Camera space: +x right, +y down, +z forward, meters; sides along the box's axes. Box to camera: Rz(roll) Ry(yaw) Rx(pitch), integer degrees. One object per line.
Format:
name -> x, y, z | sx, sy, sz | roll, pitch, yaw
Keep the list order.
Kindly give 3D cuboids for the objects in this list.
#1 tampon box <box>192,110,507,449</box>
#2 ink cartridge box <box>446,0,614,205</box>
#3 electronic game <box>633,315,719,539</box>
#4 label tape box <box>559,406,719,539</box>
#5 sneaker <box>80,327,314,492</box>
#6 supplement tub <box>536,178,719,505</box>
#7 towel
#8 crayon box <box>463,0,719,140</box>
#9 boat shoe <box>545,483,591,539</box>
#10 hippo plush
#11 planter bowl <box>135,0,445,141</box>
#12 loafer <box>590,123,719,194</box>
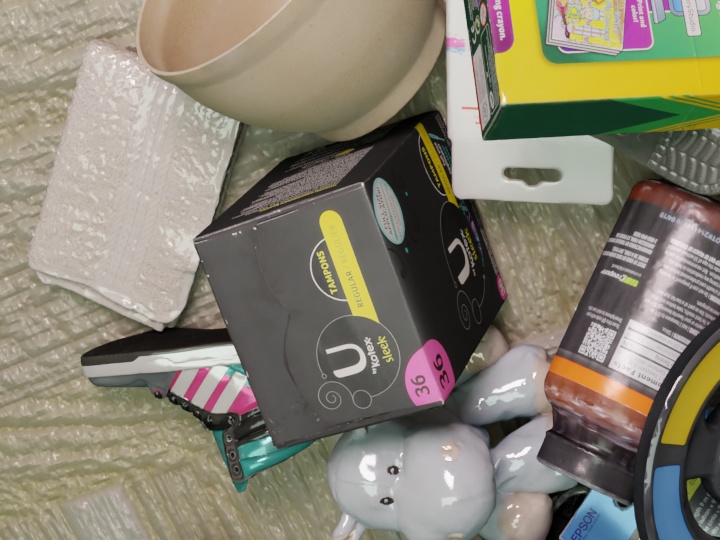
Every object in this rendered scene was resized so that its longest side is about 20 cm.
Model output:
tampon box -> 0.000, 0.000, 1.125 | 0.125, 0.200, 0.151 | -17, 104, 21
ink cartridge box -> 0.117, -0.149, 1.110 | 0.115, 0.068, 0.202 | 4, 112, 12
electronic game -> 0.251, 0.115, 1.083 | 0.041, 0.198, 0.202 | 22, 125, 52
label tape box -> 0.262, 0.179, 1.195 | 0.199, 0.066, 0.144 | 31, 103, 4
sneaker -> -0.111, 0.106, 1.275 | 0.198, 0.084, 0.122 | -3, 102, 15
supplement tub -> 0.188, 0.049, 1.111 | 0.106, 0.107, 0.202 | 26, 89, 3
towel -> -0.167, -0.059, 1.244 | 0.131, 0.035, 0.202 | 22, 116, 5
crayon box -> 0.146, -0.182, 0.986 | 0.170, 0.058, 0.202 | -3, 72, -10
boat shoe -> 0.133, 0.223, 1.258 | 0.071, 0.071, 0.202 | 18, 115, 7
hippo plush -> 0.048, 0.113, 1.166 | 0.198, 0.160, 0.161 | 13, 95, 28
planter bowl -> -0.029, -0.170, 1.089 | 0.199, 0.202, 0.134 | -33, 128, 25
loafer -> 0.159, -0.123, 1.045 | 0.199, 0.070, 0.075 | 36, 139, 7
